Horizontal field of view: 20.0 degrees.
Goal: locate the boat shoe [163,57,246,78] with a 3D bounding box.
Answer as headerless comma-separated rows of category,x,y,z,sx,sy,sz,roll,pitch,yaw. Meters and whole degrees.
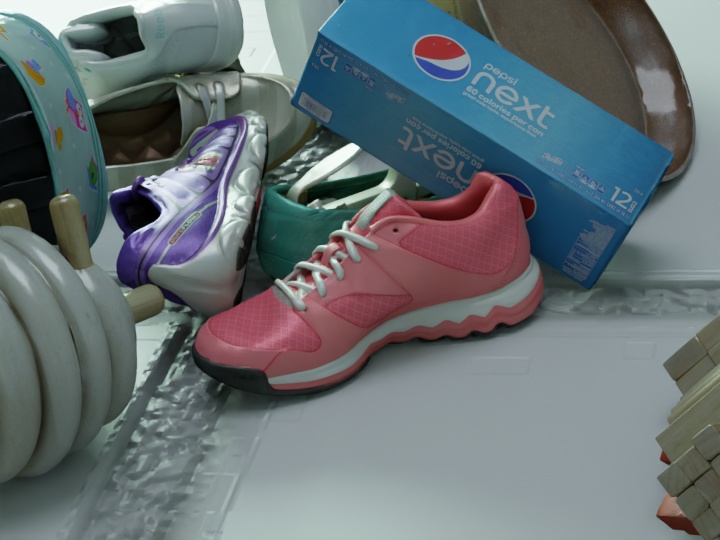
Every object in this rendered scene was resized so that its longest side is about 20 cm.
boat shoe,-0.114,-0.129,1.377,0.072,0.061,0.201,-16,29,-16

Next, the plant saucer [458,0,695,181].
plant saucer,0.125,-0.134,1.238,0.034,0.200,0.200,-34,12,34

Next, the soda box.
soda box,0.067,-0.079,1.133,0.200,0.064,0.068,33,51,5

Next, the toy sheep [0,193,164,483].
toy sheep,-0.176,0.037,1.010,0.200,0.138,0.138,-20,30,-37

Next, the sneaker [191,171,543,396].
sneaker,0.000,0.000,1.084,0.200,0.087,0.074,-18,30,-18

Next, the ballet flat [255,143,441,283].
ballet flat,0.031,-0.049,1.185,0.200,0.071,0.067,-18,29,-21

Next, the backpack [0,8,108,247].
backpack,-0.238,-0.054,1.126,0.199,0.176,0.153,-12,7,22

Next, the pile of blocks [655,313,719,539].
pile of blocks,0.171,0.085,0.934,0.062,0.082,0.200,-44,5,24

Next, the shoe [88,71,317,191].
shoe,-0.125,-0.082,1.274,0.199,0.070,0.053,-11,-7,9

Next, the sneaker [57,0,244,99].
sneaker,-0.164,-0.139,1.313,0.088,0.075,0.200,-7,-9,-39

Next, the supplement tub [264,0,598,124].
supplement tub,0.045,-0.185,1.354,0.199,0.145,0.145,-13,29,-11

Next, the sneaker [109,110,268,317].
sneaker,-0.098,-0.042,1.162,0.083,0.081,0.200,11,22,-3
